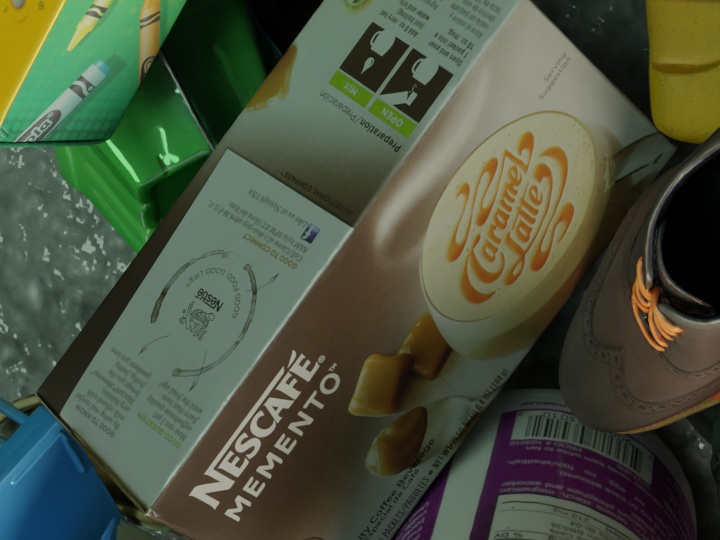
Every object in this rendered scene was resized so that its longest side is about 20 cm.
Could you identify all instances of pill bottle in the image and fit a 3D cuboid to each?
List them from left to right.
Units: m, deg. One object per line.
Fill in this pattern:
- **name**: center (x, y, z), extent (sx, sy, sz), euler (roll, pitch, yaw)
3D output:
- **pill bottle**: center (0.056, 0.131, 0.730), extent (0.111, 0.200, 0.113), euler (4, 115, 9)

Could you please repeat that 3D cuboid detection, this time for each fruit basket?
- **fruit basket**: center (-0.095, -0.112, 0.856), extent (0.093, 0.185, 0.201), euler (-21, 73, -8)

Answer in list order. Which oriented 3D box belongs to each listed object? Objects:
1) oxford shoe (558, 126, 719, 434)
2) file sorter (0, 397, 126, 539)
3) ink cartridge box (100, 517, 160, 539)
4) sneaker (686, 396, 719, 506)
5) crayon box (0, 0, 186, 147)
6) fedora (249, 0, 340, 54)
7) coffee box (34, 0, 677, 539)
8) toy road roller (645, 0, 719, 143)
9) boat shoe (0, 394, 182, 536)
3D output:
- **oxford shoe**: center (0.104, -0.002, 0.687), extent (0.071, 0.072, 0.200), euler (54, 142, 17)
- **file sorter**: center (-0.172, 0.141, 0.892), extent (0.122, 0.139, 0.201), euler (27, 154, 34)
- **ink cartridge box**: center (-0.093, 0.211, 0.818), extent (0.115, 0.068, 0.201), euler (29, 94, -7)
- **sneaker**: center (0.139, 0.102, 0.712), extent (0.104, 0.060, 0.200), euler (-45, 36, -5)
- **crayon box**: center (-0.092, -0.155, 0.716), extent (0.119, 0.058, 0.201), euler (47, 120, 26)
- **fedora**: center (-0.012, -0.165, 0.800), extent (0.090, 0.177, 0.201), euler (-25, 84, -10)
- **coffee box**: center (0.000, 0.000, 0.732), extent (0.201, 0.114, 0.080), euler (-53, 47, 0)
- **toy road roller**: center (0.159, -0.117, 0.700), extent (0.199, 0.123, 0.147), euler (8, 116, 33)
- **boat shoe**: center (-0.089, 0.073, 0.882), extent (0.200, 0.062, 0.074), euler (-10, 86, 60)
